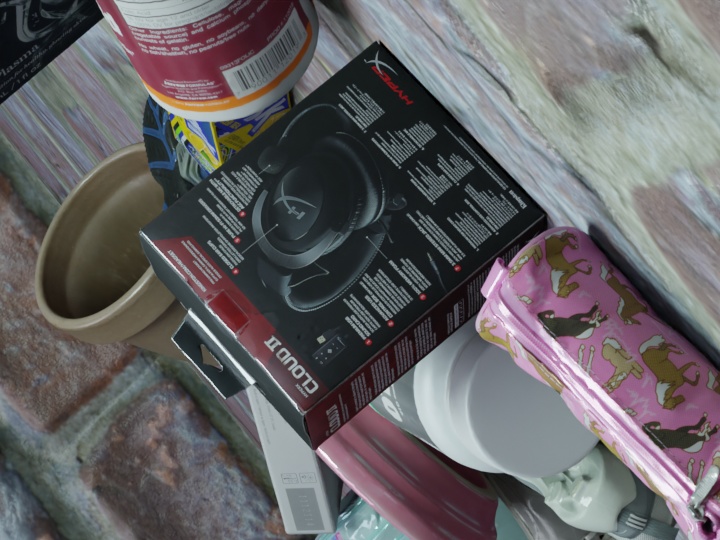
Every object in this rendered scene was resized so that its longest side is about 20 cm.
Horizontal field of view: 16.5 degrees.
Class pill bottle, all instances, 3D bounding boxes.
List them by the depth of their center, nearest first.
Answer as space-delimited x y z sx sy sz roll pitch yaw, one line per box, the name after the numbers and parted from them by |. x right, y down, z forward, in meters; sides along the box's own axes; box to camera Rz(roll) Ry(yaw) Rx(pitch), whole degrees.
-0.103 -0.184 1.409 0.114 0.114 0.200 43 168 35 | pill bottle
0.073 0.061 1.540 0.113 0.113 0.200 53 170 -18 | pill bottle

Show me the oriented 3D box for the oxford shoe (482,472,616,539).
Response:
0.157 0.178 1.753 0.200 0.075 0.058 50 147 -5 | oxford shoe

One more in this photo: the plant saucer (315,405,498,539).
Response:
0.024 0.123 1.704 0.201 0.051 0.201 43 -175 -5 | plant saucer

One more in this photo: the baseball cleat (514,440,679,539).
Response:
0.149 0.129 1.587 0.106 0.070 0.200 28 -166 -17 | baseball cleat

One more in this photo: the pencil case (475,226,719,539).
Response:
0.148 0.065 1.307 0.200 0.083 0.087 47 171 23 | pencil case

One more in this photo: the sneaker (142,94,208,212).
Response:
-0.106 -0.054 1.850 0.076 0.077 0.200 128 135 -56 | sneaker

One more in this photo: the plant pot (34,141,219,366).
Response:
-0.180 0.005 2.348 0.175 0.200 0.200 37 -179 -38 | plant pot

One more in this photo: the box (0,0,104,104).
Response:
-0.250 -0.227 1.661 0.124 0.200 0.197 45 170 20 | box

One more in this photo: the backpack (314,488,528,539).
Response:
0.066 0.206 1.944 0.153 0.176 0.200 52 161 -3 | backpack

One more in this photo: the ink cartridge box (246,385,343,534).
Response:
-0.046 0.071 1.888 0.200 0.045 0.176 78 -166 -45 | ink cartridge box

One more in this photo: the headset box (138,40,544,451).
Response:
-0.017 -0.008 1.424 0.149 0.200 0.077 46 169 18 | headset box

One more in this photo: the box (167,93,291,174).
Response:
-0.093 -0.123 1.730 0.064 0.070 0.200 47 170 13 | box
